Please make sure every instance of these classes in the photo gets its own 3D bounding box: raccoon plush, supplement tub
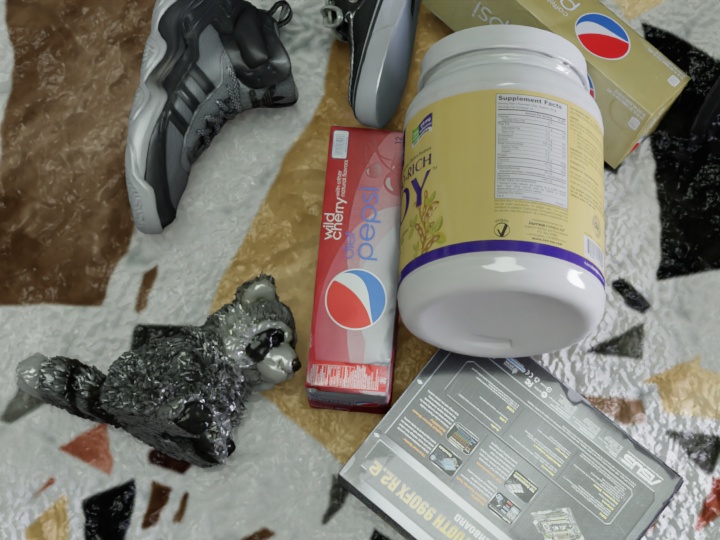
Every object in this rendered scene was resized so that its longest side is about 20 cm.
[{"bbox_3d":[-0.140,0.052,1.392,0.198,0.097,0.135,22,69,6],"label":"raccoon plush"},{"bbox_3d":[0.100,-0.055,1.348,0.144,0.146,0.202,2,65,1],"label":"supplement tub"}]

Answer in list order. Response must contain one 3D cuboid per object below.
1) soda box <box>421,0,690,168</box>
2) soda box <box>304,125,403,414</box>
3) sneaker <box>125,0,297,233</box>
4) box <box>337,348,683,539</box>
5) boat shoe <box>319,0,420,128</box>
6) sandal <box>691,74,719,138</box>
[{"bbox_3d":[0.145,-0.174,1.443,0.200,0.068,0.064,41,51,10],"label":"soda box"},{"bbox_3d":[0.000,0.000,1.409,0.063,0.070,0.202,5,75,3],"label":"soda box"},{"bbox_3d":[-0.107,-0.121,1.430,0.113,0.076,0.202,7,74,5],"label":"sneaker"},{"bbox_3d":[0.107,0.152,1.381,0.199,0.048,0.159,38,80,10],"label":"box"},{"bbox_3d":[0.005,-0.197,1.451,0.067,0.074,0.201,4,66,12],"label":"boat shoe"},{"bbox_3d":[0.326,-0.170,1.448,0.200,0.075,0.045,-43,78,-12],"label":"sandal"}]
